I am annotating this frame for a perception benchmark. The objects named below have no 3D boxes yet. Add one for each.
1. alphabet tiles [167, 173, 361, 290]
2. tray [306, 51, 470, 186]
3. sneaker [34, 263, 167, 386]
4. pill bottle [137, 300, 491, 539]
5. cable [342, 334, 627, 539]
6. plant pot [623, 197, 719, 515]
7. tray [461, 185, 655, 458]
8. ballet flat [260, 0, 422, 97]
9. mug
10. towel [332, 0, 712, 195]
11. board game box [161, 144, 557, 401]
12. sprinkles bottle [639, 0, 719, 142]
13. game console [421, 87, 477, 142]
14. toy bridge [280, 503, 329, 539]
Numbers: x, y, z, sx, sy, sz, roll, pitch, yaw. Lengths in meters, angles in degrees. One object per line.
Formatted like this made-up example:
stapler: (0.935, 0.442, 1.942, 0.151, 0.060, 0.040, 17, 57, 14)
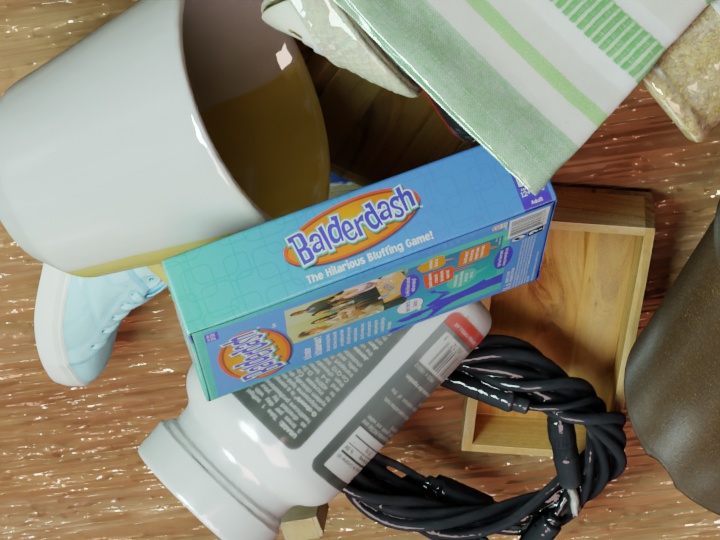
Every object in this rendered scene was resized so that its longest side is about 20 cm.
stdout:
alphabet tiles: (-0.043, -0.021, 1.518, 0.165, 0.006, 0.201, -6, 133, 9)
tray: (0.041, -0.127, 1.386, 0.098, 0.037, 0.200, 24, 129, -17)
sneaker: (-0.141, 0.002, 1.487, 0.081, 0.074, 0.201, 21, 134, 10)
pill bottle: (-0.029, 0.063, 1.457, 0.200, 0.116, 0.116, -46, 122, -1)
cable: (0.068, 0.106, 1.553, 0.199, 0.051, 0.163, 34, 126, -25)
plant pot: (0.260, 0.034, 1.441, 0.199, 0.201, 0.199, 17, 140, -13)
tray: (0.119, 0.033, 1.541, 0.098, 0.037, 0.201, 4, 132, 0)
ballet flat: (-0.040, -0.165, 1.314, 0.062, 0.067, 0.201, -32, 97, 24)
mug: (-0.110, -0.051, 1.347, 0.152, 0.149, 0.188, -20, 99, 24)
towel: (0.097, -0.162, 1.206, 0.152, 0.023, 0.200, 43, 89, 2)
board game box: (0.000, 0.000, 1.321, 0.199, 0.045, 0.152, -20, 165, -6)
sprinkles bottle: (0.220, -0.151, 1.231, 0.200, 0.068, 0.068, -40, 123, 9)
game console: (0.080, -0.195, 1.239, 0.118, 0.172, 0.201, -15, 115, 52)
toy bridge: (-0.063, 0.069, 1.551, 0.027, 0.067, 0.201, -13, 118, 16)
